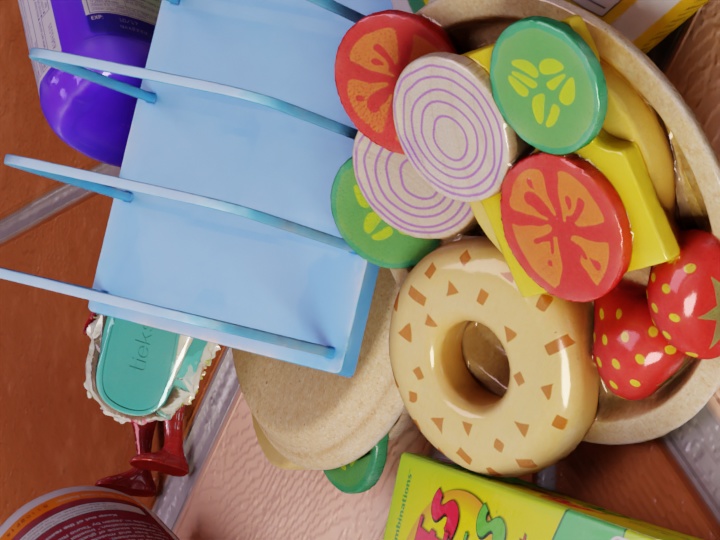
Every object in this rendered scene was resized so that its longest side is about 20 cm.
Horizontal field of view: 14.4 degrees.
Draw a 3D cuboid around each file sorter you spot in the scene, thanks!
[{"bbox_3d":[-0.065,-0.073,1.218,0.138,0.122,0.201,13,88,30],"label":"file sorter"}]

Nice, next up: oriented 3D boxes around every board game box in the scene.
[{"bbox_3d":[0.072,0.142,1.146,0.200,0.047,0.102,13,91,62],"label":"board game box"}]

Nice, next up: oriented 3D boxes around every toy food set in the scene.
[{"bbox_3d":[0.000,0.000,1.316,0.198,0.048,0.202,6,84,62],"label":"toy food set"},{"bbox_3d":[0.065,-0.019,1.123,0.199,0.049,0.199,-17,100,50],"label":"toy food set"}]

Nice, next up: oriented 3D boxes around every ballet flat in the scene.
[{"bbox_3d":[-0.078,-0.023,1.337,0.064,0.075,0.201,-51,-14,-77],"label":"ballet flat"}]

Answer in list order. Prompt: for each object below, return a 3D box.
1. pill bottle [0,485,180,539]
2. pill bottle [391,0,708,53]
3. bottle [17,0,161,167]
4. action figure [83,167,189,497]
[{"bbox_3d":[-0.110,0.190,1.391,0.200,0.112,0.114,34,110,60],"label":"pill bottle"},{"bbox_3d":[0.105,-0.152,1.130,0.200,0.112,0.114,-41,45,49],"label":"pill bottle"},{"bbox_3d":[-0.131,-0.140,1.419,0.065,0.083,0.201,-47,42,28],"label":"bottle"},{"bbox_3d":[-0.120,0.018,1.549,0.065,0.051,0.201,-40,43,54],"label":"action figure"}]
